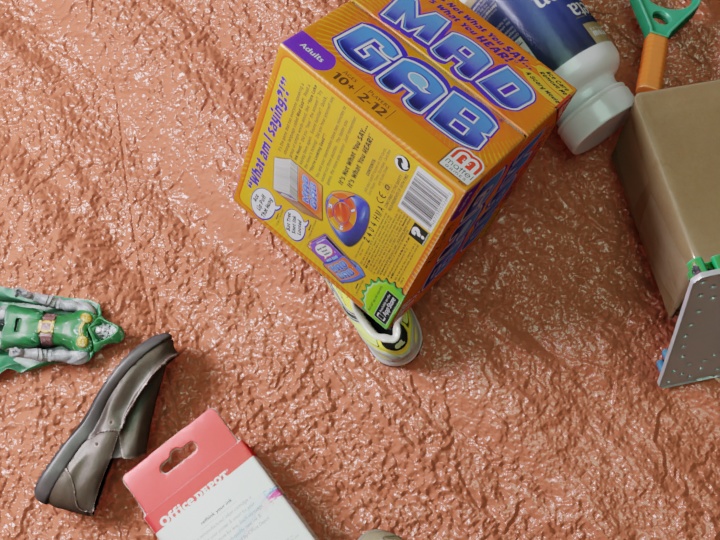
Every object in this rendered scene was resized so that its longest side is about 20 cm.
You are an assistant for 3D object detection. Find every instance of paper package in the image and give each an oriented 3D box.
[{"bbox_3d":[0.363,-0.076,0.973,0.189,0.104,0.201,-10,62,-6],"label":"paper package"}]

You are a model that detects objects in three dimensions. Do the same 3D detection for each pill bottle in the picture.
[{"bbox_3d":[0.194,-0.223,1.035,0.111,0.111,0.201,-32,79,-6],"label":"pill bottle"}]

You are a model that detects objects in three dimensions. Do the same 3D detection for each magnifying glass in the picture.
[{"bbox_3d":[0.311,-0.255,1.052,0.079,0.022,0.201,18,59,1],"label":"magnifying glass"}]

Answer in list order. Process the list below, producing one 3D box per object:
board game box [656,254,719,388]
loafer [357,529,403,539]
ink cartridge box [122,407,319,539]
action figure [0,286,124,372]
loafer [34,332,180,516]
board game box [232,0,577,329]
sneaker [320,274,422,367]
[{"bbox_3d":[0.380,0.033,0.927,0.198,0.201,0.026,-12,56,-1],"label":"board game box"},{"bbox_3d":[0.078,0.309,0.932,0.199,0.068,0.076,27,79,8],"label":"loafer"},{"bbox_3d":[-0.120,0.244,0.956,0.116,0.067,0.200,-37,78,-7],"label":"ink cartridge box"},{"bbox_3d":[-0.337,0.059,1.021,0.198,0.055,0.119,2,73,-1],"label":"action figure"},{"bbox_3d":[-0.233,0.153,0.989,0.071,0.073,0.201,34,85,-1],"label":"loafer"},{"bbox_3d":[0.036,-0.115,0.934,0.199,0.200,0.200,39,50,10],"label":"board game box"},{"bbox_3d":[0.000,0.000,1.007,0.075,0.076,0.201,-34,76,-4],"label":"sneaker"}]
